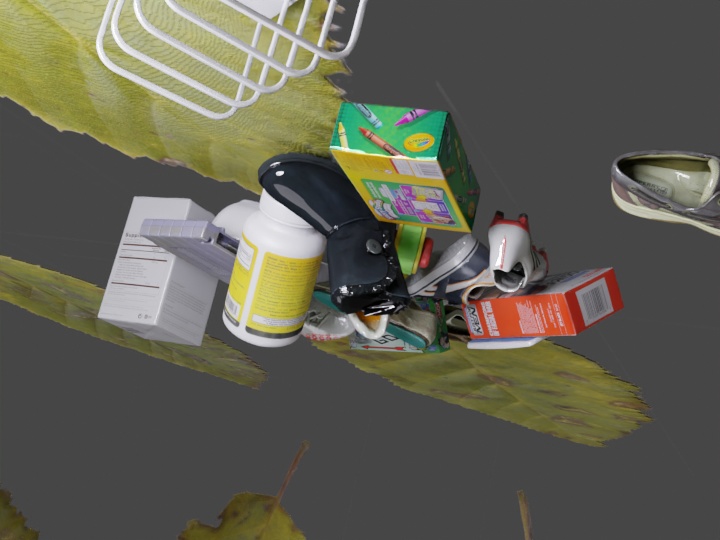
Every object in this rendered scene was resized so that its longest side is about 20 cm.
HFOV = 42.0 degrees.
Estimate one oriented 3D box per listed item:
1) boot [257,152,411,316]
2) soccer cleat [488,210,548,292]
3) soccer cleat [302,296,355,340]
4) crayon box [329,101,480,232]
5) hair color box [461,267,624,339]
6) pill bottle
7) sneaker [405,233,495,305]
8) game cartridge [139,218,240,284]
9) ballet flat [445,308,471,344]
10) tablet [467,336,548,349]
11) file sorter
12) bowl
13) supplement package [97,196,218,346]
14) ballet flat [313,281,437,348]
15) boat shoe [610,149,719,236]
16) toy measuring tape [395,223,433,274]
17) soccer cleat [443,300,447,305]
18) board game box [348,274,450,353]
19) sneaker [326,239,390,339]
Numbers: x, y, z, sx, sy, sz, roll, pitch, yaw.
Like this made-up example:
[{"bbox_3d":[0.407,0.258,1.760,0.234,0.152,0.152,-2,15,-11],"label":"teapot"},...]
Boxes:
[{"bbox_3d":[-0.029,-0.039,1.119,0.199,0.169,0.076,20,137,-30],"label":"boot"},{"bbox_3d":[0.199,-0.006,1.207,0.068,0.086,0.200,8,164,20],"label":"soccer cleat"},{"bbox_3d":[-0.101,0.060,1.444,0.199,0.069,0.085,15,170,17],"label":"soccer cleat"},{"bbox_3d":[0.055,-0.108,1.027,0.118,0.059,0.200,9,164,19],"label":"crayon box"},{"bbox_3d":[0.249,0.047,1.305,0.110,0.064,0.199,-23,-173,-36],"label":"hair color box"},{"bbox_3d":[-0.110,-0.009,1.245,0.112,0.201,0.113,14,-155,-7],"label":"pill bottle"},{"bbox_3d":[0.128,0.013,1.328,0.079,0.079,0.200,40,158,-10],"label":"sneaker"},{"bbox_3d":[-0.203,-0.024,1.332,0.129,0.039,0.200,9,164,36],"label":"game cartridge"},{"bbox_3d":[0.151,0.090,1.652,0.199,0.068,0.073,15,145,-3],"label":"ballet flat"},{"bbox_3d":[0.262,0.076,1.360,0.199,0.014,0.130,-23,-171,-37],"label":"tablet"},{"bbox_3d":[-0.095,-0.206,0.692,0.138,0.125,0.200,23,163,-29],"label":"file sorter"},{"bbox_3d":[-0.127,-0.039,1.403,0.198,0.075,0.200,14,165,-2],"label":"bowl"},{"bbox_3d":[-0.301,0.001,1.458,0.119,0.201,0.121,4,162,29],"label":"supplement package"},{"bbox_3d":[0.024,0.051,1.399,0.199,0.063,0.067,27,158,-8],"label":"ballet flat"},{"bbox_3d":[0.332,-0.074,0.878,0.200,0.072,0.066,11,170,27],"label":"boat shoe"},{"bbox_3d":[0.065,-0.039,1.241,0.073,0.074,0.200,13,165,1],"label":"toy measuring tape"},{"bbox_3d":[0.078,0.051,1.562,0.077,0.070,0.199,20,161,-32],"label":"soccer cleat"},{"bbox_3d":[0.050,0.061,1.499,0.199,0.136,0.029,-3,-170,46],"label":"board game box"},{"bbox_3d":[0.000,0.000,1.283,0.076,0.081,0.201,-17,119,7],"label":"sneaker"}]
